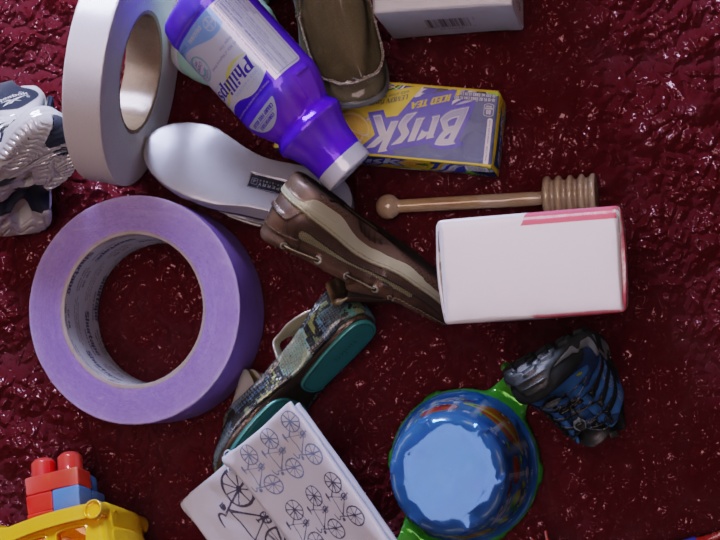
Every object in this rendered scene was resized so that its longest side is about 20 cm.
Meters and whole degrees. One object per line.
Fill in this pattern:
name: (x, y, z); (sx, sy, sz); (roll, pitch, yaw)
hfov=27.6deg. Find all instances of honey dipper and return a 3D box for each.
honey dipper: (0.110, -0.062, 1.297); (0.197, 0.038, 0.039); (-2, 85, 16)

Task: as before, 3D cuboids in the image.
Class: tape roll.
tape roll: (-0.206, -0.176, 1.282); (0.037, 0.203, 0.206); (9, 88, 9)
tape roll: (-0.192, 0.037, 1.323); (0.197, 0.085, 0.203); (-1, 85, 12)

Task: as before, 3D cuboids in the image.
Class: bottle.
bottle: (-0.075, -0.155, 1.225); (0.200, 0.083, 0.065); (48, 51, 0)

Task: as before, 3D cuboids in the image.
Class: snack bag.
snack bag: (-0.059, 0.230, 1.252); (0.200, 0.021, 0.189); (-39, 85, 39)

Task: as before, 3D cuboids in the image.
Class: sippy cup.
sippy cup: (0.081, 0.168, 1.234); (0.138, 0.130, 0.181); (-1, 86, 12)

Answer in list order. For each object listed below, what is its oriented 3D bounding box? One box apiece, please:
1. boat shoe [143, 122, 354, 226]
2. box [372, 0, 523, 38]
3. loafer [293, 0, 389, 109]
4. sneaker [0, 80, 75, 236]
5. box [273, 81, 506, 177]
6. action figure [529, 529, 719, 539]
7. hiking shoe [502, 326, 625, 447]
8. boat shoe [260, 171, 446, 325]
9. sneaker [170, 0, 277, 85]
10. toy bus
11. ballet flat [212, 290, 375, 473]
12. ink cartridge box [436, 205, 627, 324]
boat shoe: (-0.099, -0.076, 1.322); (0.197, 0.066, 0.073); (14, 71, 6)
box: (0.077, -0.317, 1.288); (0.123, 0.097, 0.203); (-1, 86, 12)
loafer: (-0.027, -0.226, 1.278); (0.074, 0.070, 0.202); (-17, 57, -5)
sneaker: (-0.307, -0.128, 1.319); (0.078, 0.199, 0.131); (-10, 70, -17)
box: (0.027, -0.129, 1.301); (0.197, 0.064, 0.071); (6, 87, 11)
action figure: (0.223, 0.245, 1.218); (0.198, 0.099, 0.066); (-28, 40, 9)
hiking shoe: (0.178, 0.098, 1.183); (0.074, 0.199, 0.088); (-29, 78, 21)
boat shoe: (-0.002, -0.002, 1.264); (0.201, 0.075, 0.075); (36, 98, -22)
sneaker: (-0.087, -0.252, 1.309); (0.118, 0.073, 0.203); (31, 102, 41)
toy bus: (-0.283, 0.269, 1.309); (0.198, 0.136, 0.194); (-18, 69, 12)
ballet flat: (-0.068, 0.097, 1.311); (0.200, 0.074, 0.074); (-45, 79, 3)
ink cartridge box: (0.146, -0.003, 1.198); (0.144, 0.200, 0.086); (-4, 90, 11)
